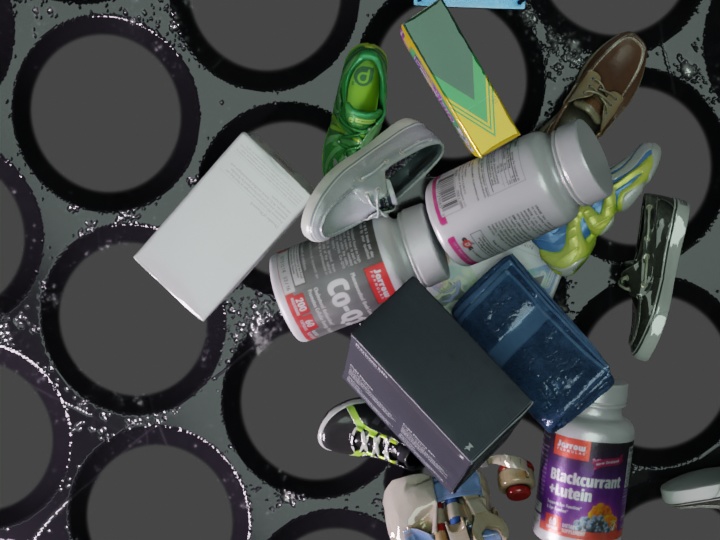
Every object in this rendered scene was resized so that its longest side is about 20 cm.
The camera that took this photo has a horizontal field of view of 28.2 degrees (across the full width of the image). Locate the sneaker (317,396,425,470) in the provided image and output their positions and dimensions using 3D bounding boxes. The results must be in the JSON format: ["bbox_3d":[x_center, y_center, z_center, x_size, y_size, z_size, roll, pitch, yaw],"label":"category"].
[{"bbox_3d":[0.044,0.204,1.762,0.197,0.083,0.073,-2,115,1],"label":"sneaker"}]

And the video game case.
[{"bbox_3d":[0.143,0.030,1.780,0.180,0.022,0.202,21,96,-1],"label":"video game case"}]

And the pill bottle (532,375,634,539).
[{"bbox_3d":[0.275,0.230,1.753,0.110,0.111,0.203,6,96,1],"label":"pill bottle"}]

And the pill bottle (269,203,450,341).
[{"bbox_3d":[0.000,0.000,1.725,0.198,0.114,0.115,-21,95,10],"label":"pill bottle"}]

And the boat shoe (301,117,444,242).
[{"bbox_3d":[0.018,-0.100,1.683,0.200,0.071,0.070,-42,138,-17],"label":"boat shoe"}]

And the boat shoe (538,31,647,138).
[{"bbox_3d":[0.281,-0.197,1.727,0.075,0.072,0.201,33,96,-2],"label":"boat shoe"}]

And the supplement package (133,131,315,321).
[{"bbox_3d":[-0.160,-0.056,1.730,0.117,0.117,0.200,42,95,-4],"label":"supplement package"}]

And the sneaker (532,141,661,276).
[{"bbox_3d":[0.273,-0.096,1.734,0.105,0.076,0.201,39,83,4],"label":"sneaker"}]

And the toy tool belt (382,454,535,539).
[{"bbox_3d":[0.125,0.313,1.751,0.197,0.125,0.124,-15,57,11],"label":"toy tool belt"}]

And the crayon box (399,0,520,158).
[{"bbox_3d":[0.112,-0.219,1.664,0.058,0.200,0.174,-32,95,4],"label":"crayon box"}]

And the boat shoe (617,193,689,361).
[{"bbox_3d":[0.348,0.007,1.753,0.063,0.071,0.203,12,88,-1],"label":"boat shoe"}]

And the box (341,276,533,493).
[{"bbox_3d":[0.084,0.136,1.659,0.104,0.182,0.200,-41,79,-15],"label":"box"}]

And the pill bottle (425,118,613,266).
[{"bbox_3d":[0.185,-0.092,1.670,0.198,0.113,0.115,-24,95,25],"label":"pill bottle"}]

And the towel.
[{"bbox_3d":[0.203,0.088,1.713,0.112,0.048,0.201,-42,69,6],"label":"towel"}]

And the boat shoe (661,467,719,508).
[{"bbox_3d":[0.471,0.278,1.769,0.197,0.071,0.065,-8,97,1],"label":"boat shoe"}]

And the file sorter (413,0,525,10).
[{"bbox_3d":[0.134,-0.414,1.683,0.136,0.123,0.203,2,97,2],"label":"file sorter"}]

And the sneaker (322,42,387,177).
[{"bbox_3d":[-0.008,-0.173,1.730,0.073,0.084,0.203,5,97,0],"label":"sneaker"}]
